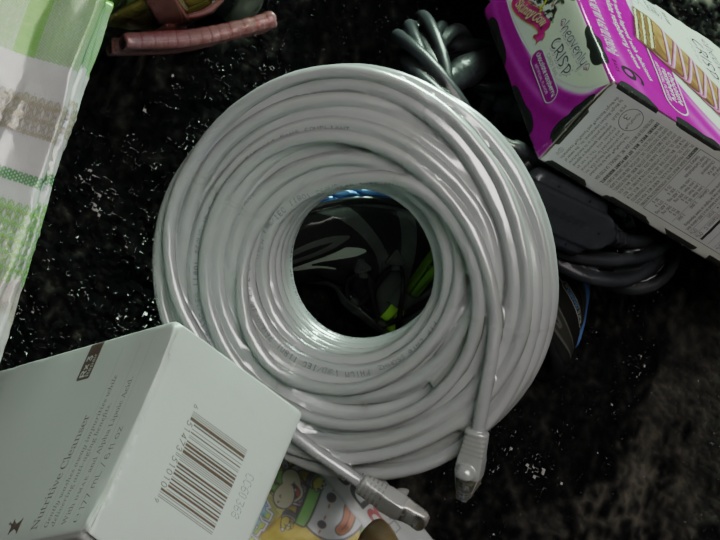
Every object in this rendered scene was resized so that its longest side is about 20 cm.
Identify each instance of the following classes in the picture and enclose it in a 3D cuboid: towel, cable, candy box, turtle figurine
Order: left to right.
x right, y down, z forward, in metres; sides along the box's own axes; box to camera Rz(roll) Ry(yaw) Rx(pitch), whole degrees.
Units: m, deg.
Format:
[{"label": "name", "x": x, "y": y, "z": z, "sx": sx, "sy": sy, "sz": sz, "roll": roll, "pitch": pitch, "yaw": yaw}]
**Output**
[{"label": "towel", "x": -0.205, "y": -0.057, "z": 1.191, "sx": 0.149, "sy": 0.031, "sz": 0.201, "roll": 20, "pitch": 77, "yaw": -13}, {"label": "turtle figurine", "x": -0.143, "y": -0.171, "z": 1.299, "sx": 0.194, "sy": 0.200, "sz": 0.144, "roll": -35, "pitch": 50, "yaw": 5}, {"label": "cable", "x": 0.000, "y": 0.000, "z": 1.303, "sx": 0.199, "sy": 0.069, "sz": 0.201, "roll": 26, "pitch": 104, "yaw": 10}, {"label": "cable", "x": 0.094, "y": -0.062, "z": 1.419, "sx": 0.200, "sy": 0.051, "sz": 0.163, "roll": 19, "pitch": 30, "yaw": -38}, {"label": "candy box", "x": 0.168, "y": -0.075, "z": 1.412, "sx": 0.200, "sy": 0.061, "sz": 0.137, "roll": 29, "pitch": 28, "yaw": -31}]

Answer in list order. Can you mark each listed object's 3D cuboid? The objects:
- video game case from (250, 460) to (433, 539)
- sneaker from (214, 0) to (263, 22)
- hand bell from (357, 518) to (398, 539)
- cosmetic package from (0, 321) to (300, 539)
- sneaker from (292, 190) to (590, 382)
[{"label": "video game case", "x": -0.043, "y": 0.182, "z": 1.333, "sx": 0.200, "sy": 0.023, "sz": 0.182, "roll": -40, "pitch": 91, "yaw": -27}, {"label": "sneaker", "x": -0.093, "y": -0.223, "z": 1.407, "sx": 0.114, "sy": 0.076, "sz": 0.200, "roll": 6, "pitch": 69, "yaw": -19}, {"label": "hand bell", "x": -0.073, "y": 0.191, "z": 1.271, "sx": 0.199, "sy": 0.104, "sz": 0.105, "roll": -13, "pitch": 79, "yaw": -13}, {"label": "cosmetic package", "x": -0.129, "y": 0.102, "z": 1.216, "sx": 0.081, "sy": 0.200, "sz": 0.113, "roll": 39, "pitch": 57, "yaw": -27}, {"label": "sneaker", "x": 0.030, "y": 0.010, "z": 1.388, "sx": 0.199, "sy": 0.071, "sz": 0.083, "roll": 15, "pitch": 63, "yaw": -21}]
